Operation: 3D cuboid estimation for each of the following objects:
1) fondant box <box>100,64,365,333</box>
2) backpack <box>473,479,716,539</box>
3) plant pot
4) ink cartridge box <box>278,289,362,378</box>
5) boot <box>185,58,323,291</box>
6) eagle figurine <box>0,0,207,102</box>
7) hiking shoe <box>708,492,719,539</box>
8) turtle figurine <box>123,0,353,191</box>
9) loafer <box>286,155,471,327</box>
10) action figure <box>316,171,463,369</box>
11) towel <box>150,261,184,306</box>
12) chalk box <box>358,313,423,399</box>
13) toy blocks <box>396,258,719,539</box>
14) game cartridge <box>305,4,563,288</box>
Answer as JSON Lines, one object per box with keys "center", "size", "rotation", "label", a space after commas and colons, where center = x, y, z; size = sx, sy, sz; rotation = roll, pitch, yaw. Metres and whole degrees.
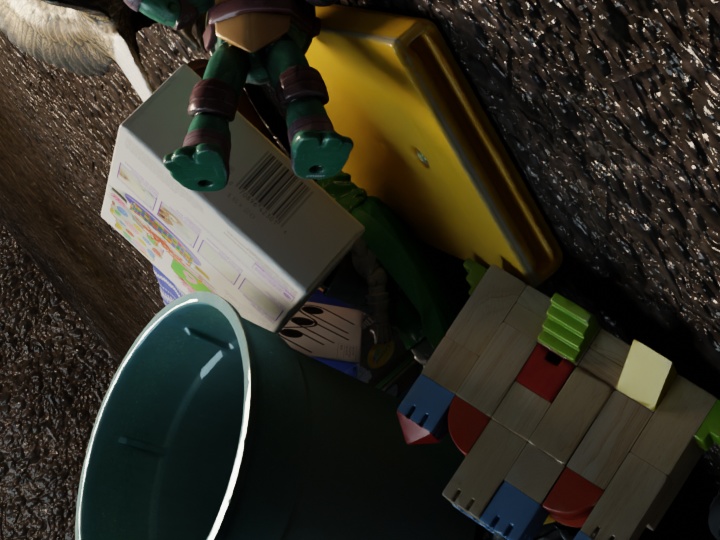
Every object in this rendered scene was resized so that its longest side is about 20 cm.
{"center": [-0.086, -0.030, 1.004], "size": [0.144, 0.058, 0.200], "rotation": [42, 161, 0], "label": "fondant box"}
{"center": [0.130, 0.182, 1.052], "size": [0.199, 0.127, 0.168], "rotation": [-7, 119, 42], "label": "backpack"}
{"center": [-0.045, 0.137, 1.003], "size": [0.195, 0.202, 0.200], "rotation": [20, -178, -32], "label": "plant pot"}
{"center": [-0.046, 0.045, 1.194], "size": [0.200, 0.093, 0.045], "rotation": [-88, 6, -73], "label": "ink cartridge box"}
{"center": [-0.060, -0.056, 1.173], "size": [0.155, 0.077, 0.201], "rotation": [35, 157, 36], "label": "boot"}
{"center": [-0.191, -0.198, 1.068], "size": [0.151, 0.198, 0.153], "rotation": [-75, -8, -63], "label": "eagle figurine"}
{"center": [0.245, 0.184, 0.837], "size": [0.200, 0.101, 0.076], "rotation": [34, 159, 45], "label": "hiking shoe"}
{"center": [-0.060, -0.145, 0.884], "size": [0.101, 0.149, 0.202], "rotation": [39, -139, -59], "label": "turtle figurine"}
{"center": [0.000, 0.000, 1.088], "size": [0.200, 0.070, 0.068], "rotation": [35, 131, 8], "label": "loafer"}
{"center": [0.033, 0.023, 1.010], "size": [0.201, 0.054, 0.118], "rotation": [57, -164, -2], "label": "action figure"}
{"center": [-0.124, 0.076, 1.278], "size": [0.145, 0.024, 0.201], "rotation": [48, 157, 50], "label": "towel"}
{"center": [-0.024, 0.096, 1.336], "size": [0.200, 0.124, 0.124], "rotation": [44, 159, 22], "label": "chalk box"}
{"center": [0.102, 0.096, 0.903], "size": [0.199, 0.137, 0.100], "rotation": [32, 174, 24], "label": "toy blocks"}
{"center": [0.022, -0.084, 0.965], "size": [0.177, 0.032, 0.200], "rotation": [57, 166, -28], "label": "game cartridge"}
